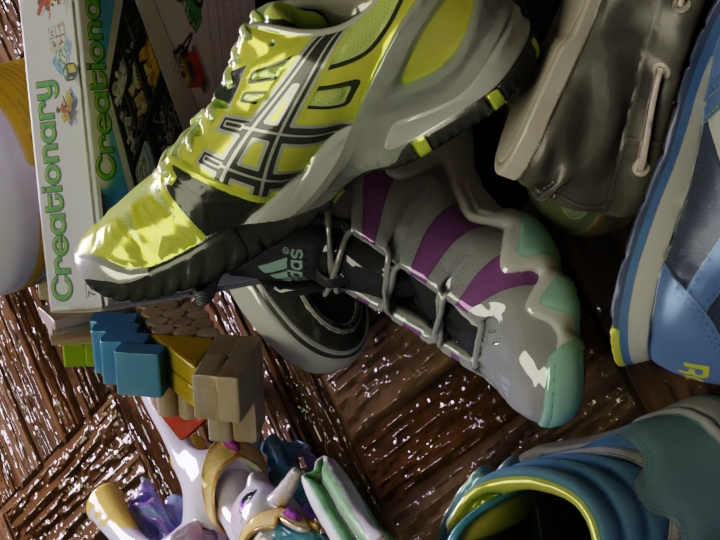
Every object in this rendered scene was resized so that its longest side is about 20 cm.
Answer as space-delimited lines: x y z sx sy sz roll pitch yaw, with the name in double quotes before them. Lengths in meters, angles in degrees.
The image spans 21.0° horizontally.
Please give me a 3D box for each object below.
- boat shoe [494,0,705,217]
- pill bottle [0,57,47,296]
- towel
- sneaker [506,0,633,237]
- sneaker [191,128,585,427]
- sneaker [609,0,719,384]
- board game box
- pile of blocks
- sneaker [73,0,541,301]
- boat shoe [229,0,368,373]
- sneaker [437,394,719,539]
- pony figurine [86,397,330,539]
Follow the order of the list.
"boat shoe" 0.112 -0.115 0.716 0.067 0.057 0.200 -115 49 -78
"pill bottle" -0.164 -0.051 0.982 0.112 0.200 0.112 24 124 43
"towel" 0.051 0.169 0.815 0.200 0.023 0.153 50 177 -13
"sneaker" 0.059 -0.107 0.772 0.067 0.090 0.200 13 111 52
"sneaker" 0.000 0.000 0.815 0.078 0.140 0.200 92 157 -46
"sneaker" 0.153 -0.048 0.691 0.082 0.074 0.200 21 111 16
"board game box" -0.092 -0.088 0.849 0.035 0.126 0.200 -3 93 34
"pile of blocks" -0.110 0.046 0.970 0.200 0.082 0.062 36 133 57
"sneaker" -0.032 -0.059 0.740 0.200 0.075 0.076 -32 106 14
"boat shoe" -0.037 -0.050 0.930 0.064 0.071 0.200 -24 85 48
"sneaker" 0.065 0.115 0.808 0.200 0.131 0.080 -42 70 51
"pony figurine" -0.083 0.148 1.012 0.200 0.166 0.193 46 125 55
